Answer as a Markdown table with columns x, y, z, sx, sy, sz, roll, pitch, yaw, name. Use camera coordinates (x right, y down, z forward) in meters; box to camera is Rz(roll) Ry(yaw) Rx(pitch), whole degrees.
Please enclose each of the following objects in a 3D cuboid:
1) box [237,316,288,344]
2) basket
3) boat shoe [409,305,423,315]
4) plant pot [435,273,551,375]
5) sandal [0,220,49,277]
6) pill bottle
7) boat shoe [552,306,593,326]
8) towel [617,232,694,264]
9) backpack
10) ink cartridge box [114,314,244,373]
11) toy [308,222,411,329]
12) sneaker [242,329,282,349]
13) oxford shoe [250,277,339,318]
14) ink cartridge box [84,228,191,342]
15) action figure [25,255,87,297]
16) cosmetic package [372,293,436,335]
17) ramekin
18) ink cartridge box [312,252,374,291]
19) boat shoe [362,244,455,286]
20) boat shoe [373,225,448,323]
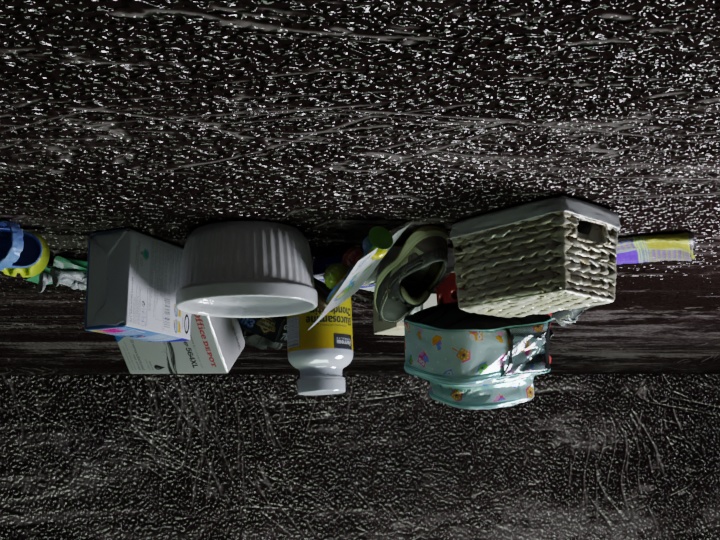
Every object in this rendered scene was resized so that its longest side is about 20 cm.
| x | y | z | sx | sy | sz | roll | pitch | yaw | name |
| --- | --- | --- | --- | --- | --- | --- | --- | --- | --- |
| -0.172 | 0.087 | 1.834 | 0.198 | 0.050 | 0.198 | 20 | -178 | 29 | box |
| 0.231 | -0.011 | 1.348 | 0.134 | 0.126 | 0.198 | 10 | 165 | -41 | basket |
| 0.075 | 0.052 | 1.729 | 0.063 | 0.072 | 0.200 | 3 | -178 | 0 | boat shoe |
| 0.224 | 0.084 | 1.692 | 0.197 | 0.186 | 0.201 | 1 | 171 | 0 | plant pot |
| -0.511 | -0.031 | 1.317 | 0.197 | 0.081 | 0.087 | -7 | 167 | -14 | sandal |
| -0.068 | 0.103 | 1.691 | 0.110 | 0.204 | 0.112 | -3 | 169 | -1 | pill bottle |
| 0.390 | 0.072 | 1.930 | 0.198 | 0.072 | 0.071 | -13 | 164 | 43 | boat shoe |
| 0.413 | -0.028 | 1.551 | 0.197 | 0.023 | 0.144 | -4 | 169 | 15 | towel |
| 0.160 | 0.120 | 1.483 | 0.197 | 0.156 | 0.175 | 4 | -174 | -33 | backpack |
| -0.315 | 0.095 | 1.724 | 0.197 | 0.148 | 0.085 | -3 | -149 | 21 | ink cartridge box |
| -0.014 | -0.003 | 1.419 | 0.115 | 0.047 | 0.200 | -37 | 173 | -37 | toy |
| -0.221 | 0.131 | 2.178 | 0.090 | 0.077 | 0.199 | 12 | 162 | -25 | sneaker |
| -0.125 | 0.041 | 1.537 | 0.197 | 0.085 | 0.073 | 11 | 157 | 17 | oxford shoe |
| -0.307 | 0.030 | 1.460 | 0.075 | 0.139 | 0.200 | -4 | 169 | 23 | ink cartridge box |
| -0.417 | 0.017 | 1.621 | 0.117 | 0.056 | 0.198 | -14 | 168 | 39 | action figure |
| 0.132 | 0.088 | 1.982 | 0.197 | 0.074 | 0.103 | 5 | 167 | -25 | cosmetic package |
| -0.157 | 0.000 | 1.412 | 0.197 | 0.107 | 0.200 | -1 | 170 | 0 | ramekin |
| 0.000 | 0.000 | 1.607 | 0.098 | 0.040 | 0.199 | -9 | 168 | 36 | ink cartridge box |
| 0.097 | 0.002 | 1.540 | 0.196 | 0.071 | 0.071 | 1 | 169 | -11 | boat shoe |
| 0.071 | 0.020 | 1.453 | 0.071 | 0.067 | 0.202 | 11 | 138 | -19 | boat shoe |
